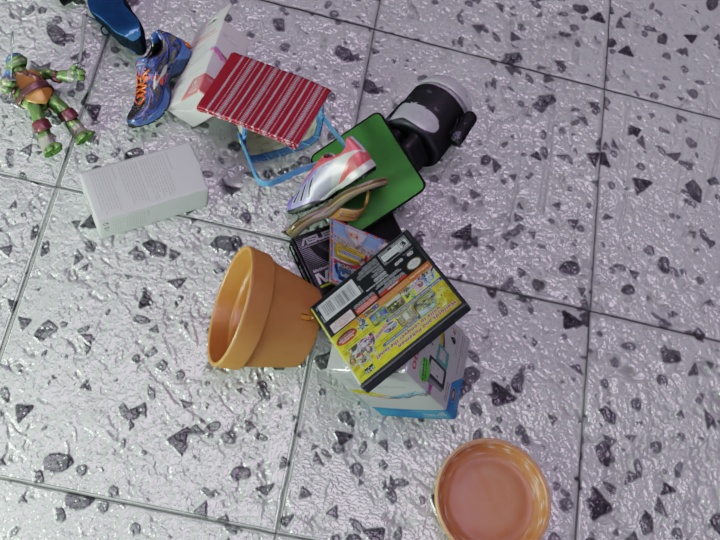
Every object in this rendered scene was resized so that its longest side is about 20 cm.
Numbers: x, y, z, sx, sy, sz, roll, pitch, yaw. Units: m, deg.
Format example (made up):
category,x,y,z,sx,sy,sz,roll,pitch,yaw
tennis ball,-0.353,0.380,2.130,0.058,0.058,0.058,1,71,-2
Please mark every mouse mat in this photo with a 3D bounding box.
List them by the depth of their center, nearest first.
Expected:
category,x,y,z,sx,sy,sz,roll,pitch,yaw
mouse mat,0.011,-0.177,1.666,0.160,0.008,0.201,-33,62,7

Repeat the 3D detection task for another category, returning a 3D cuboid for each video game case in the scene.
category,x,y,z,sx,sy,sz,roll,pitch,yaw
video game case,0.041,0.058,1.400,0.200,0.026,0.181,-39,51,3

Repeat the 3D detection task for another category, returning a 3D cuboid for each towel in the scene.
category,x,y,z,sx,sy,sz,roll,pitch,yaw
towel,-0.168,-0.295,1.593,0.199,0.023,0.145,22,62,9

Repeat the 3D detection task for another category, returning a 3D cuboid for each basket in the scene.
category,x,y,z,sx,sy,sz,roll,pitch,yaw
basket,-0.141,-0.251,1.661,0.175,0.139,0.201,-22,65,-18

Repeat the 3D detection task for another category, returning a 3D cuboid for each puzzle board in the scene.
category,x,y,z,sx,sy,sz,roll,pitch,yaw
puzzle board,0.036,-0.004,1.560,0.199,0.017,0.151,23,42,-22

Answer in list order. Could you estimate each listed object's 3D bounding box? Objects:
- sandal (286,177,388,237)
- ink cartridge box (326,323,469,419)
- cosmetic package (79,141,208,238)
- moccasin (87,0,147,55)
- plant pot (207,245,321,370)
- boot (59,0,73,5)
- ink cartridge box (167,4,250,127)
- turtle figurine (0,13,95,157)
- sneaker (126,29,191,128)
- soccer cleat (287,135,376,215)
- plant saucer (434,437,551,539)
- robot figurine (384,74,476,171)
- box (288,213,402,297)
category,x,y,z,sx,sy,sz,roll,pitch,yaw
sandal,-0.036,-0.102,1.611,0.199,0.080,0.054,-31,94,-3
ink cartridge box,0.065,0.135,1.486,0.145,0.200,0.148,-2,62,30
cosmetic package,-0.375,-0.141,1.606,0.199,0.071,0.102,-19,72,-18
moccasin,-0.457,-0.462,1.721,0.080,0.068,0.200,-28,52,-7
plant pot,-0.152,0.076,1.507,0.139,0.200,0.202,19,64,-21
boot,-0.515,-0.607,1.778,0.199,0.066,0.165,-32,49,-5
ink cartridge box,-0.273,-0.377,1.693,0.067,0.116,0.201,31,61,-33
turtle figurine,-0.540,-0.311,1.590,0.199,0.144,0.195,-28,94,22
sneaker,-0.382,-0.348,1.669,0.078,0.075,0.201,37,63,-44
soccer cleat,-0.062,-0.163,1.615,0.074,0.199,0.068,59,36,-4
plant saucer,0.216,0.381,1.528,0.198,0.038,0.202,4,67,-9
robot figurine,0.127,-0.276,1.736,0.150,0.125,0.200,36,66,2
box,0.000,0.000,1.636,0.199,0.048,0.194,-19,73,-18
